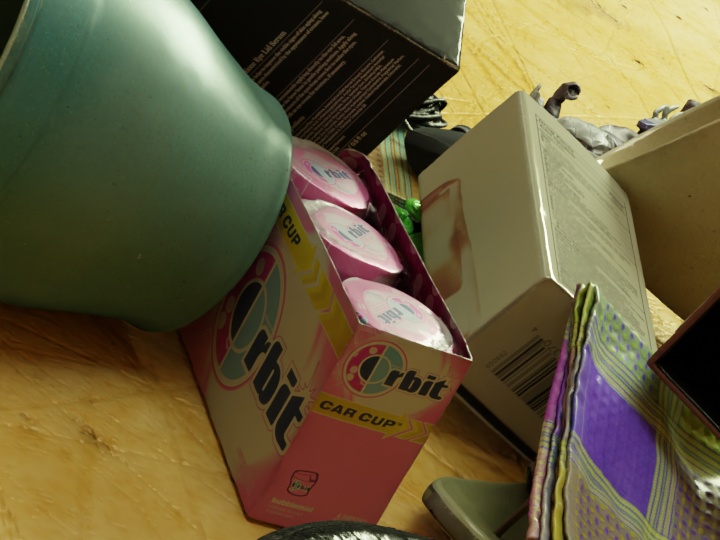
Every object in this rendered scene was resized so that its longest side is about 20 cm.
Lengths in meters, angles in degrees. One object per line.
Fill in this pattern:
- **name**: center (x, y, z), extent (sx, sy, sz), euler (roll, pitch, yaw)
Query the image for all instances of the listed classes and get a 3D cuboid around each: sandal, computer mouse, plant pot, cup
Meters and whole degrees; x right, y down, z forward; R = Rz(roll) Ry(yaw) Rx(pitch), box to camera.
- **sandal**: center (0.106, 0.118, 1.418), extent (0.200, 0.057, 0.080), euler (3, 34, -47)
- **computer mouse**: center (0.051, -0.070, 1.713), extent (0.140, 0.046, 0.200), euler (7, 30, -42)
- **plant pot**: center (-0.142, -0.068, 1.357), extent (0.188, 0.200, 0.200), euler (29, 19, -34)
- **cup**: center (0.242, -0.033, 1.711), extent (0.144, 0.200, 0.200), euler (64, 24, -4)

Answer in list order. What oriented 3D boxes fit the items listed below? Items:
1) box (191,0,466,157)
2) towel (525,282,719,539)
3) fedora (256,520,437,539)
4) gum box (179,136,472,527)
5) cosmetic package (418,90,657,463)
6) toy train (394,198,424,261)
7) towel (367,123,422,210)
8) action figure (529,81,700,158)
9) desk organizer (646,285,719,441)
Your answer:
- **box**: center (-0.058, -0.109, 1.478), extent (0.141, 0.200, 0.079), euler (27, 46, -23)
- **towel**: center (0.141, 0.111, 1.393), extent (0.144, 0.023, 0.200), euler (44, 36, -24)
- **fedora**: center (0.020, 0.186, 1.127), extent (0.200, 0.092, 0.201), euler (25, 23, -11)
- **gum box**: center (-0.025, 0.025, 1.383), extent (0.066, 0.114, 0.200), euler (17, 25, -27)
- **cosmetic package**: center (0.095, 0.004, 1.554), extent (0.103, 0.087, 0.200), euler (42, 23, -22)
- **toy train**: center (0.000, 0.000, 1.567), extent (0.056, 0.042, 0.200), euler (47, 26, 13)
- **towel**: center (0.070, -0.043, 1.767), extent (0.199, 0.022, 0.147), euler (23, 22, -11)
- **action figure**: center (0.171, -0.081, 1.899), extent (0.199, 0.070, 0.130), euler (5, 29, -48)
- **desk organizer**: center (0.241, 0.087, 1.422), extent (0.200, 0.072, 0.077), euler (46, 23, 6)
